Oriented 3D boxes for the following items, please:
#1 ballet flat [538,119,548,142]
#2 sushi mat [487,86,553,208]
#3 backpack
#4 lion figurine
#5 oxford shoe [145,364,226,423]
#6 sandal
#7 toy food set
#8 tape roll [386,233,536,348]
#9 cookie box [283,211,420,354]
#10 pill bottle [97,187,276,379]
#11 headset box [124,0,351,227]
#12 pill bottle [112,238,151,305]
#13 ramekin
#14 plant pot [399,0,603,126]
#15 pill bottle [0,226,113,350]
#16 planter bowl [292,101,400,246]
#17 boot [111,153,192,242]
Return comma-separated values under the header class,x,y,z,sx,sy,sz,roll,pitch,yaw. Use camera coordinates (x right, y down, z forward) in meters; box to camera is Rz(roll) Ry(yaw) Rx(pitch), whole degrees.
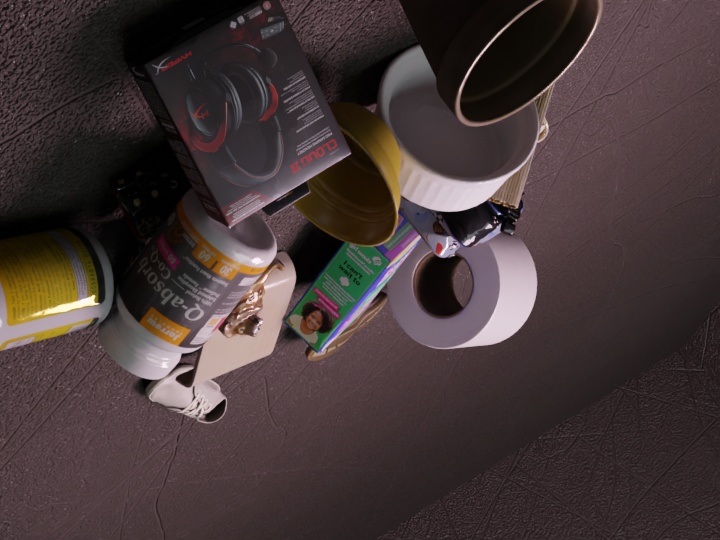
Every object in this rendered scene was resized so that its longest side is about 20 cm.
class,x,y,z,sx,sy,sz,roll,pitch,yaw
ballet flat,0.227,-0.228,1.789,0.069,0.070,0.200,-40,158,7
sushi mat,0.185,-0.184,1.636,0.012,0.095,0.201,135,-25,-72
backpack,0.135,-0.112,1.728,0.154,0.200,0.190,-36,171,26
lion figurine,-0.171,0.004,1.605,0.122,0.073,0.200,-41,136,3
oxford shoe,-0.251,0.186,1.880,0.075,0.058,0.200,-38,157,5
sandal,-0.030,0.082,2.036,0.200,0.054,0.080,-39,170,-43
toy food set,-0.179,0.068,1.770,0.143,0.060,0.200,-21,144,-37
tape roll,0.160,0.020,1.998,0.203,0.203,0.139,-47,156,23
cookie box,0.000,0.000,1.810,0.200,0.075,0.171,-53,174,33
pill bottle,-0.188,0.015,1.357,0.200,0.116,0.116,-50,156,21
headset box,-0.112,-0.150,1.237,0.148,0.075,0.200,-32,114,-14
pill bottle,-0.234,0.029,1.517,0.106,0.106,0.200,-19,151,-40
ramekin,0.106,-0.170,1.544,0.200,0.201,0.098,-27,164,-26
plant pot,0.131,-0.286,1.369,0.200,0.174,0.200,-31,157,-15
pill bottle,-0.362,0.024,1.297,0.200,0.111,0.111,-16,150,-46
planter bowl,-0.016,-0.131,1.458,0.083,0.200,0.201,-47,165,-30
boot,-0.188,-0.115,1.351,0.153,0.074,0.204,-29,156,-14
